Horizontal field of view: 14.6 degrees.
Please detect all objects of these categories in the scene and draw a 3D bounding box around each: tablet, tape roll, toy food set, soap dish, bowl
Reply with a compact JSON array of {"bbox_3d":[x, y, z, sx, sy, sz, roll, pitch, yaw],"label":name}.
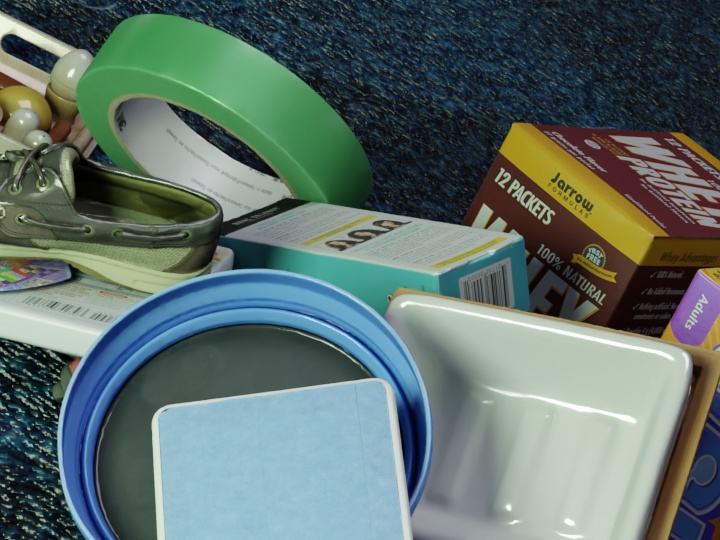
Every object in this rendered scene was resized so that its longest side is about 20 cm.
[{"bbox_3d":[-0.038,0.143,1.422,0.130,0.014,0.200,-7,51,1],"label":"tablet"},{"bbox_3d":[-0.089,-0.084,1.827,0.200,0.200,0.048,26,66,13],"label":"tape roll"},{"bbox_3d":[-0.242,-0.124,1.899,0.143,0.060,0.200,27,21,-3],"label":"toy food set"},{"bbox_3d":[0.088,0.104,1.533,0.200,0.157,0.081,11,-20,25],"label":"soap dish"},{"bbox_3d":[-0.061,0.094,1.496,0.201,0.039,0.201,-1,59,2],"label":"bowl"}]

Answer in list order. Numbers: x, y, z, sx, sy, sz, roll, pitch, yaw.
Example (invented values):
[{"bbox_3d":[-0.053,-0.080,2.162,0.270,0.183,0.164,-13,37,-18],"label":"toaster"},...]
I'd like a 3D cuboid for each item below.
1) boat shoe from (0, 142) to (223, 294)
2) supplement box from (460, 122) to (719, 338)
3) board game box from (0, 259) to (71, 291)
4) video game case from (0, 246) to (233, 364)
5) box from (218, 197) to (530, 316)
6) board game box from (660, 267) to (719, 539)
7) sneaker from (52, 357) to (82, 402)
[{"bbox_3d":[-0.174,-0.043,1.595,0.201,0.066,0.072,16,38,-13],"label":"boat shoe"},{"bbox_3d":[0.158,0.024,1.839,0.197,0.200,0.133,0,34,-49],"label":"supplement box"},{"bbox_3d":[-0.251,-0.041,1.648,0.158,0.039,0.200,4,19,-12],"label":"board game box"},{"bbox_3d":[-0.195,0.001,1.651,0.200,0.022,0.182,12,20,12],"label":"video game case"},{"bbox_3d":[0.000,0.000,1.701,0.200,0.049,0.082,10,23,43],"label":"box"},{"bbox_3d":[0.288,0.131,1.750,0.200,0.200,0.200,40,25,30],"label":"board game box"},{"bbox_3d":[-0.071,0.078,1.595,0.200,0.098,0.071,22,24,-11],"label":"sneaker"}]
